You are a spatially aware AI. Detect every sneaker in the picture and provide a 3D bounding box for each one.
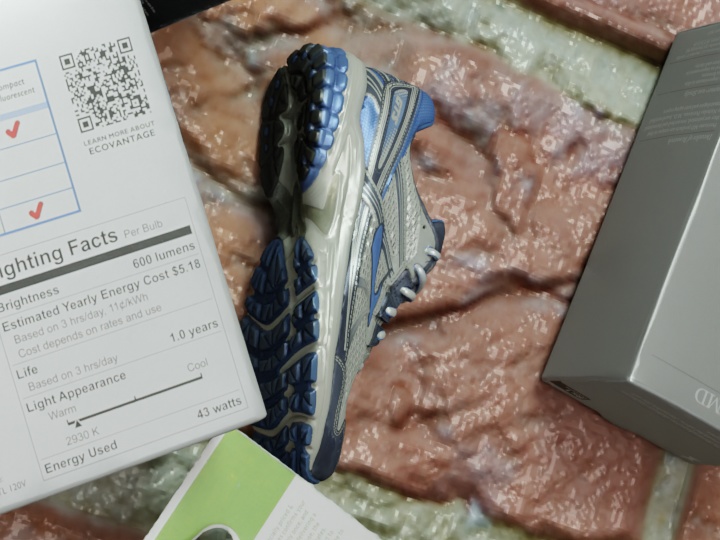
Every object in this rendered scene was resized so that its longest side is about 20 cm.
[{"bbox_3d":[0.000,0.000,1.079,0.085,0.077,0.201,10,84,-28],"label":"sneaker"}]

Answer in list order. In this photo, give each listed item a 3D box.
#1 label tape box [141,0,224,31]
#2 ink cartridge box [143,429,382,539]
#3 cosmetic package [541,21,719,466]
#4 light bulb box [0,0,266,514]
[{"bbox_3d":[-0.080,-0.185,0.972,0.063,0.200,0.145,-38,102,-21],"label":"label tape box"},{"bbox_3d":[-0.034,0.181,1.054,0.200,0.076,0.148,39,74,-16],"label":"ink cartridge box"},{"bbox_3d":[0.181,-0.013,1.153,0.106,0.090,0.201,26,74,-24],"label":"cosmetic package"},{"bbox_3d":[-0.171,-0.003,0.973,0.197,0.125,0.201,-18,94,-23],"label":"light bulb box"}]
